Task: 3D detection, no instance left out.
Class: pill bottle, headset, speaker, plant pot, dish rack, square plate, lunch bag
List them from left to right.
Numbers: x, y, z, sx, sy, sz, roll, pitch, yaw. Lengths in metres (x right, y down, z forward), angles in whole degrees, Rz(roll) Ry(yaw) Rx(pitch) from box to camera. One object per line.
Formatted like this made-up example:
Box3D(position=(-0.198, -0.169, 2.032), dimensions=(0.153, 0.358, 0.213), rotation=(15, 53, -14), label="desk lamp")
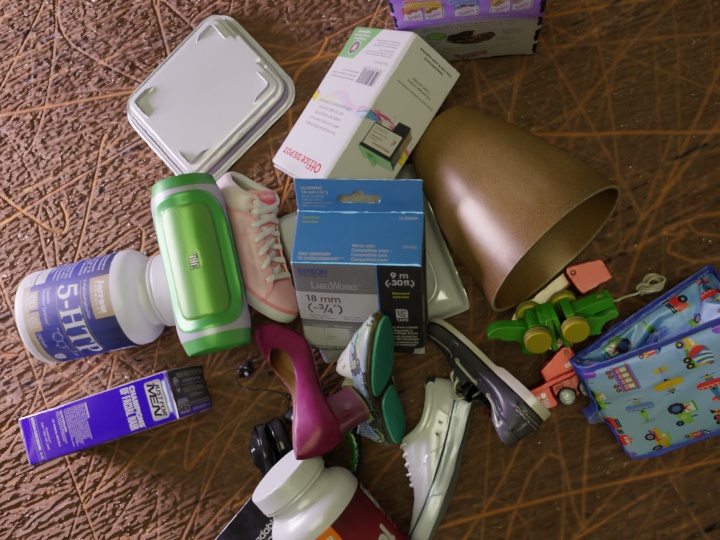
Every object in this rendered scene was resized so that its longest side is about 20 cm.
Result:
Box3D(position=(-0.310, 0.040, 0.898), dimensions=(0.198, 0.120, 0.121), rotation=(-13, 84, 8), label="pill bottle")
Box3D(position=(-0.185, -0.006, 0.830), dimensions=(0.088, 0.088, 0.202), rotation=(-15, 83, 8), label="speaker")
Box3D(position=(-0.203, -0.226, 0.937), dimensions=(0.200, 0.044, 0.172), rotation=(-44, 80, 3), label="dish rack")
Box3D(position=(-0.086, 0.195, 0.874), dimensions=(0.123, 0.094, 0.200), rotation=(-37, 91, -20), label="headset")
Box3D(position=(-0.023, 0.293, 0.783), dimensions=(0.113, 0.113, 0.200), rotation=(-40, 96, 4), label="pill bottle")
Box3D(position=(0.010, -0.010, 0.895), dimensions=(0.199, 0.028, 0.199), rotation=(-22, 83, 8), label="square plate")
Box3D(position=(0.153, -0.089, 0.814), dimensions=(0.186, 0.186, 0.200), rotation=(-43, 68, 4), label="plant pot")
Box3D(position=(0.337, 0.119, 0.779), dimensions=(0.199, 0.094, 0.151), rotation=(-31, 113, 12), label="lunch bag")

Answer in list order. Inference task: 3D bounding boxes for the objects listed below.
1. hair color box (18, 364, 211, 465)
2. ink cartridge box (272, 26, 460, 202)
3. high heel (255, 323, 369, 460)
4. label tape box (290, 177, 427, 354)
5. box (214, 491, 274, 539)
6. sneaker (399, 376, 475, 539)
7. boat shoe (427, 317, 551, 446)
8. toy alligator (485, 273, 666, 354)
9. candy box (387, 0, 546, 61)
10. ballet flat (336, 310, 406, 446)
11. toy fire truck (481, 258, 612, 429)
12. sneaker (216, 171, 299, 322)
Box3D(position=(-0.301, 0.178, 0.892), dimensions=(0.199, 0.109, 0.065), rotation=(-20, 83, 8), label="hair color box")
Box3D(position=(0.001, -0.176, 0.844), dimensions=(0.084, 0.145, 0.201), rotation=(31, 93, -33), label="ink cartridge box")
Box3D(position=(-0.085, 0.128, 0.807), dimensions=(0.200, 0.096, 0.068), rotation=(32, 136, 42), label="high heel")
Box3D(position=(0.000, 0.000, 0.791), dimensions=(0.143, 0.064, 0.201), rotation=(1, 130, 9), label="label tape box")
Box3D(position=(-0.069, 0.353, 0.880), dimensions=(0.200, 0.036, 0.143), rotation=(40, 93, 11), label="box")
Box3D(position=(0.082, 0.225, 0.853), dimensions=(0.070, 0.073, 0.201), rotation=(14, 80, 19), label="sneaker")
Box3D(position=(0.124, 0.120, 0.803), dimensions=(0.063, 0.073, 0.200), rotation=(-48, 41, -1), label="boat shoe")
Box3D(position=(0.240, 0.057, 0.793), dimensions=(0.199, 0.059, 0.054), rotation=(-17, 124, 9), label="toy alligator")
Box3D(position=(0.121, -0.307, 0.809), dimensions=(0.166, 0.200, 0.072), rotation=(-3, 85, 9), label="candy box")
Box3D(position=(0.006, 0.125, 0.813), dimensions=(0.074, 0.074, 0.201), rotation=(-2, 126, 9), label="ballet flat")
Box3D(position=(0.220, 0.088, 0.844), dimensions=(0.199, 0.049, 0.142), rotation=(-27, 82, 7), label="toy fire truck")
Box3D(position=(-0.126, -0.037, 0.886), dimensions=(0.105, 0.075, 0.200), rotation=(-45, 76, 21), label="sneaker")
